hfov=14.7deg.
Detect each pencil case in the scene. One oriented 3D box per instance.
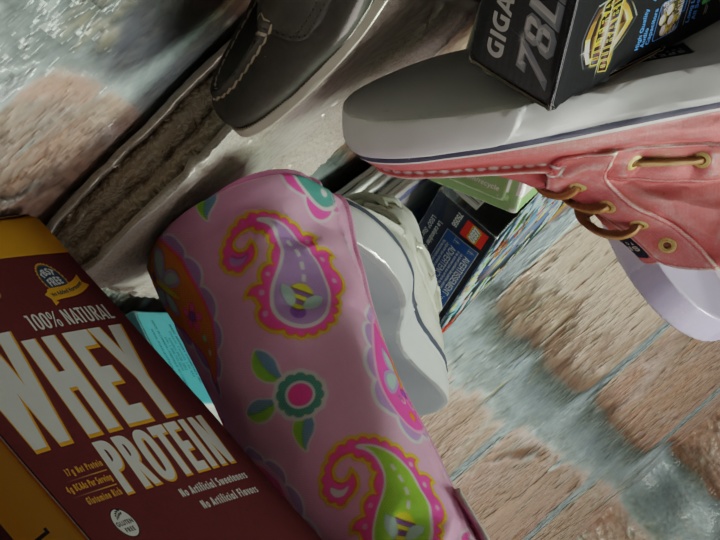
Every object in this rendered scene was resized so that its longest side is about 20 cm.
[{"bbox_3d":[-0.011,0.062,1.058,0.087,0.200,0.087,-22,161,-8],"label":"pencil case"}]

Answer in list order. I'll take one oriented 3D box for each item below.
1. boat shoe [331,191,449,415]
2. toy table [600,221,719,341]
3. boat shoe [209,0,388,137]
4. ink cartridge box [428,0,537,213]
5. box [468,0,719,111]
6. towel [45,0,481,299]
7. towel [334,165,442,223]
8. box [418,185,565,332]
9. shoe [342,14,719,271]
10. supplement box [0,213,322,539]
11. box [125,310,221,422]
[{"bbox_3d":[0.000,0.000,1.251,0.071,0.070,0.200,-5,155,16],"label":"boat shoe"},{"bbox_3d":[0.213,-0.057,1.550,0.117,0.184,0.200,-39,-153,24],"label":"toy table"},{"bbox_3d":[0.000,-0.130,0.963,0.200,0.057,0.067,-45,-157,29],"label":"boat shoe"},{"bbox_3d":[0.099,-0.137,1.175,0.146,0.048,0.200,-40,150,-62],"label":"ink cartridge box"},{"bbox_3d":[0.134,-0.181,1.047,0.198,0.050,0.200,-29,142,-39],"label":"box"},{"bbox_3d":[-0.035,-0.060,1.103,0.200,0.034,0.133,-44,166,10],"label":"towel"},{"bbox_3d":[0.002,-0.012,1.393,0.147,0.024,0.200,-38,168,-28],"label":"towel"},{"bbox_3d":[0.091,-0.055,1.401,0.200,0.040,0.137,-45,173,-30],"label":"box"},{"bbox_3d":[0.094,-0.041,1.103,0.200,0.071,0.091,-10,115,-9],"label":"shoe"},{"bbox_3d":[-0.147,0.120,0.992,0.200,0.197,0.133,-48,165,20],"label":"supplement box"},{"bbox_3d":[-0.076,0.060,1.273,0.082,0.049,0.200,-33,166,19],"label":"box"}]
